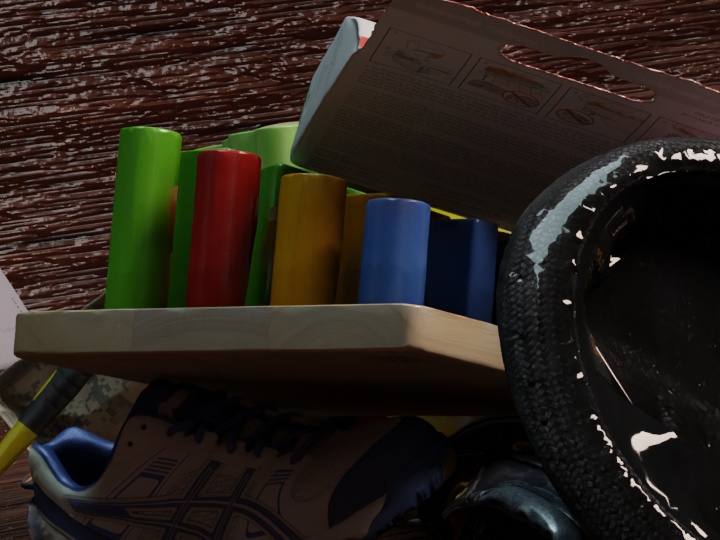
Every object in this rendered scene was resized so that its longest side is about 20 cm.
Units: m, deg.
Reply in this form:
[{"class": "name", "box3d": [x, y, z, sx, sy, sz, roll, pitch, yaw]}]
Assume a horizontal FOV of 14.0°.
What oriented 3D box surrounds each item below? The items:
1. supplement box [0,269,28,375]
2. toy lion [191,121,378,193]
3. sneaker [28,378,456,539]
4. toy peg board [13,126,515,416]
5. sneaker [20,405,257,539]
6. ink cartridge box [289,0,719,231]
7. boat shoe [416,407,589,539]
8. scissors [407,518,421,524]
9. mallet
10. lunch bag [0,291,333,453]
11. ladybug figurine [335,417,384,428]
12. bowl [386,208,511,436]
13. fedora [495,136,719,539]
[{"class": "supplement box", "box3d": [-0.265, 0.081, 1.509, 0.200, 0.061, 0.109, -38, -11, 23]}, {"class": "toy lion", "box3d": [-0.009, -0.055, 1.533, 0.200, 0.069, 0.192, -5, -3, 31]}, {"class": "sneaker", "box3d": [-0.057, 0.082, 1.179, 0.200, 0.088, 0.075, -20, 7, 32]}, {"class": "toy peg board", "box3d": [0.000, 0.000, 1.195, 0.199, 0.098, 0.200, -2, -10, 36]}, {"class": "sneaker", "box3d": [-0.090, 0.112, 1.313, 0.112, 0.078, 0.200, -12, -7, -13]}, {"class": "ink cartridge box", "box3d": [0.070, -0.070, 1.180, 0.161, 0.050, 0.200, 17, -22, -7]}, {"class": "boat shoe", "box3d": [0.058, 0.096, 1.151, 0.091, 0.071, 0.200, -10, 4, -31]}, {"class": "scissors", "box3d": [0.117, 0.110, 1.328, 0.200, 0.014, 0.073, -6, 4, 43]}, {"class": "mallet", "box3d": [-0.157, 0.076, 1.332, 0.200, 0.041, 0.066, -51, 12, -12]}, {"class": "lunch bag", "box3d": [-0.062, 0.037, 1.490, 0.200, 0.118, 0.164, -37, -9, 23]}, {"class": "ladybug figurine", "box3d": [0.012, 0.050, 1.658, 0.200, 0.072, 0.136, -35, -23, 32]}, {"class": "bowl", "box3d": [0.091, 0.041, 1.351, 0.200, 0.201, 0.108, -7, 32, 9]}, {"class": "fedora", "box3d": [0.127, 0.055, 1.039, 0.200, 0.201, 0.092, -9, -24, -21]}]
